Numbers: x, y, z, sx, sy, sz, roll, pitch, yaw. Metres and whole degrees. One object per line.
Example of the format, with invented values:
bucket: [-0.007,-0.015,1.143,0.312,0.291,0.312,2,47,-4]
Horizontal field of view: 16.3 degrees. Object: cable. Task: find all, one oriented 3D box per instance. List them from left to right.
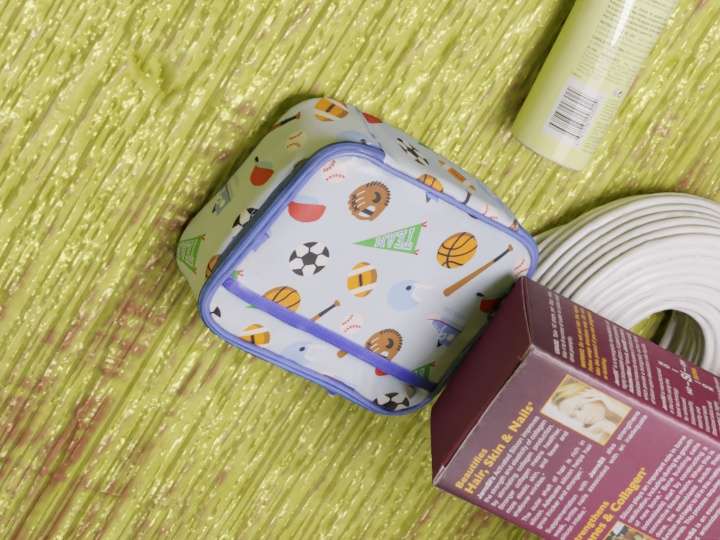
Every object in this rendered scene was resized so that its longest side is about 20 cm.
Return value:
cable: [0.174,0.043,1.585,0.199,0.069,0.200,-28,130,-7]

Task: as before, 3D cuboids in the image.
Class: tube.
tube: [0.155,-0.156,1.458,0.201,0.052,0.058,-63,167,16]

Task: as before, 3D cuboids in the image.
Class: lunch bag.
lunch bag: [0.000,0.000,1.465,0.200,0.076,0.160,29,108,-37]

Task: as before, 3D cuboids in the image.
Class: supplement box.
supplement box: [0.152,0.105,1.466,0.199,0.086,0.111,27,116,-14]
